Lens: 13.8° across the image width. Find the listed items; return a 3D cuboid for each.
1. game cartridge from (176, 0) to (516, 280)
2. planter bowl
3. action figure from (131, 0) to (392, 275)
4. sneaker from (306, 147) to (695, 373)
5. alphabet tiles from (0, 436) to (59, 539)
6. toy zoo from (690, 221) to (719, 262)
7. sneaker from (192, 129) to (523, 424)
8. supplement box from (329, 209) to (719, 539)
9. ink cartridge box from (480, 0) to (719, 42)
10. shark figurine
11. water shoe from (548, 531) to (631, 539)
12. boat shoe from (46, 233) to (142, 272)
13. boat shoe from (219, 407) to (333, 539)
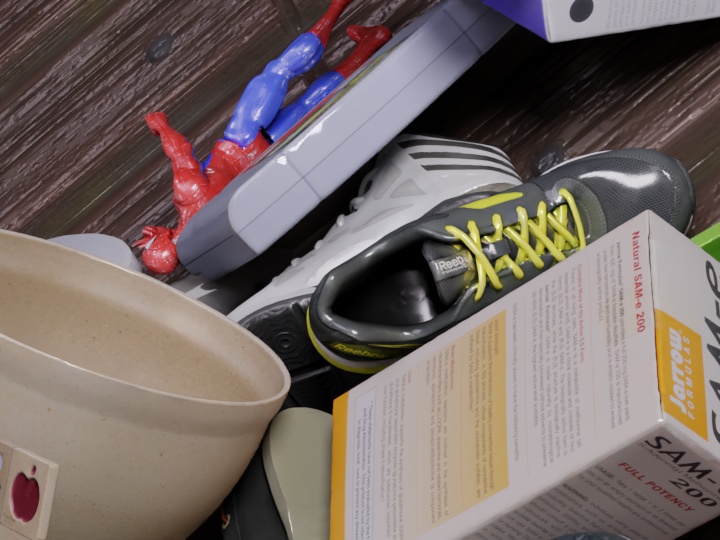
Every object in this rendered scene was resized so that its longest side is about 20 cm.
[{"bbox_3d":[-0.006,-0.076,1.552,0.200,0.041,0.133,-43,9,-19],"label":"game cartridge"},{"bbox_3d":[-0.150,0.078,1.421,0.200,0.200,0.135,40,111,53],"label":"planter bowl"},{"bbox_3d":[-0.076,-0.076,1.656,0.099,0.065,0.200,7,53,43],"label":"action figure"},{"bbox_3d":[0.066,-0.001,1.413,0.200,0.085,0.075,-25,84,6],"label":"sneaker"},{"bbox_3d":[-0.196,0.143,1.310,0.200,0.008,0.167,19,100,54],"label":"alphabet tiles"},{"bbox_3d":[0.237,-0.007,1.341,0.200,0.020,0.131,-31,39,20],"label":"toy zoo"},{"bbox_3d":[0.000,0.000,1.537,0.200,0.076,0.115,-27,31,12],"label":"sneaker"},{"bbox_3d":[0.081,0.079,1.352,0.200,0.074,0.126,-32,38,32],"label":"supplement box"},{"bbox_3d":[0.084,-0.168,1.519,0.198,0.200,0.043,37,129,53],"label":"ink cartridge box"},{"bbox_3d":[-0.133,0.067,1.582,0.128,0.090,0.215,-3,52,44],"label":"shark figurine"},{"bbox_3d":[0.045,0.175,1.300,0.200,0.079,0.072,-15,41,23],"label":"water shoe"},{"bbox_3d":[-0.197,0.037,1.685,0.200,0.066,0.072,-19,33,27],"label":"boat shoe"},{"bbox_3d":[-0.023,0.161,1.406,0.063,0.074,0.202,-53,35,37],"label":"boat shoe"}]
